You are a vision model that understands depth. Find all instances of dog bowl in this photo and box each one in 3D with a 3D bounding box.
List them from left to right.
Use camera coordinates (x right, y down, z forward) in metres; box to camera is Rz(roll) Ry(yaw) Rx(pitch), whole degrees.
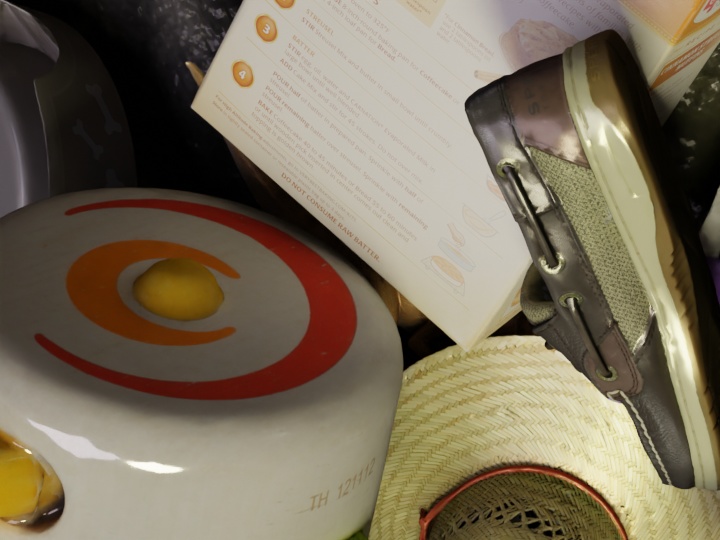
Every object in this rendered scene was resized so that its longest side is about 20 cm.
[{"bbox_3d":[-0.173,-0.030,1.115,0.200,0.059,0.201,-1,89,47],"label":"dog bowl"}]

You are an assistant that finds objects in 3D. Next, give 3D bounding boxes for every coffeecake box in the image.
[{"bbox_3d":[0.044,-0.095,0.943,0.153,0.073,0.200,42,132,12],"label":"coffeecake box"}]

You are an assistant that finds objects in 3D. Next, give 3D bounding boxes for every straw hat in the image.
[{"bbox_3d":[0.062,0.128,1.004,0.201,0.085,0.201,10,125,14],"label":"straw hat"}]

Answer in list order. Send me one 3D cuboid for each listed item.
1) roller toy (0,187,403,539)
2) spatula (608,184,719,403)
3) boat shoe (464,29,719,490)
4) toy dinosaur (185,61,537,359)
[{"bbox_3d":[-0.082,0.056,0.968,0.200,0.183,0.140,9,121,-4],"label":"roller toy"},{"bbox_3d":[0.140,-0.033,0.927,0.056,0.021,0.200,12,120,-5],"label":"spatula"},{"bbox_3d":[0.089,0.002,0.894,0.065,0.073,0.200,-10,126,16],"label":"boat shoe"},{"bbox_3d":[0.000,0.000,1.051,0.200,0.060,0.106,32,117,8],"label":"toy dinosaur"}]
